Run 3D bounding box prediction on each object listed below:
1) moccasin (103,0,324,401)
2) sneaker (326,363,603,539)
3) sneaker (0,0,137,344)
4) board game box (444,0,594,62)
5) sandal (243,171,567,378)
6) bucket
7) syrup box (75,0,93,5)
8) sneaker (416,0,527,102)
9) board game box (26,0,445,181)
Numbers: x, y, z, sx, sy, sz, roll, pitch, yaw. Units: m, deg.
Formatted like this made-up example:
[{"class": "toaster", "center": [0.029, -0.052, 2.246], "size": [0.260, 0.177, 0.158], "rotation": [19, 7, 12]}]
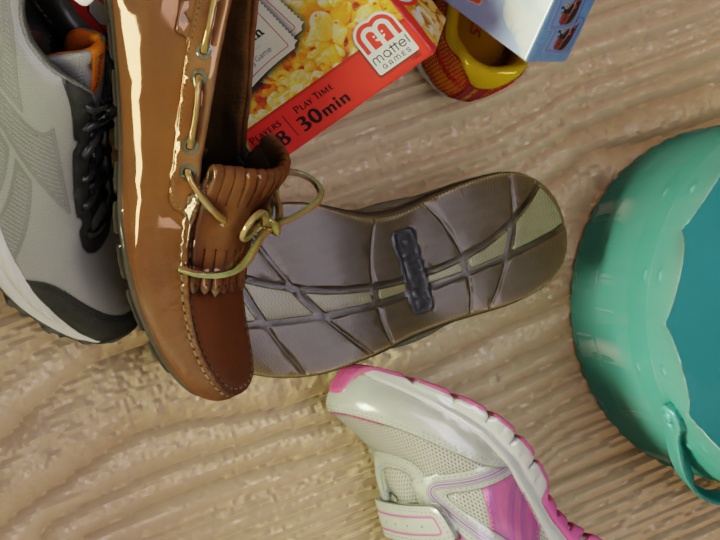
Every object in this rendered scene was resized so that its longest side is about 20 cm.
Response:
[{"class": "moccasin", "center": [-0.061, -0.042, 1.158], "size": [0.077, 0.074, 0.203], "rotation": [2, 102, 17]}, {"class": "sneaker", "center": [0.049, 0.126, 1.266], "size": [0.200, 0.081, 0.088], "rotation": [47, 73, -15]}, {"class": "sneaker", "center": [-0.133, -0.056, 1.166], "size": [0.079, 0.074, 0.201], "rotation": [-10, 117, 20]}, {"class": "board game box", "center": [0.070, -0.215, 1.194], "size": [0.036, 0.151, 0.201], "rotation": [-9, 130, -50]}, {"class": "sandal", "center": [0.000, 0.000, 1.259], "size": [0.199, 0.054, 0.081], "rotation": [-13, 94, -23]}, {"class": "bucket", "center": [0.207, 0.017, 1.301], "size": [0.206, 0.135, 0.209], "rotation": [0, 90, -22]}, {"class": "syrup box", "center": [-0.152, -0.207, 1.076], "size": [0.200, 0.081, 0.079], "rotation": [40, 51, -7]}, {"class": "sneaker", "center": [0.074, -0.178, 1.277], "size": [0.073, 0.077, 0.201], "rotation": [7, 86, -21]}, {"class": "board game box", "center": [-0.083, -0.137, 1.184], "size": [0.151, 0.046, 0.200], "rotation": [-34, 106, 22]}]
